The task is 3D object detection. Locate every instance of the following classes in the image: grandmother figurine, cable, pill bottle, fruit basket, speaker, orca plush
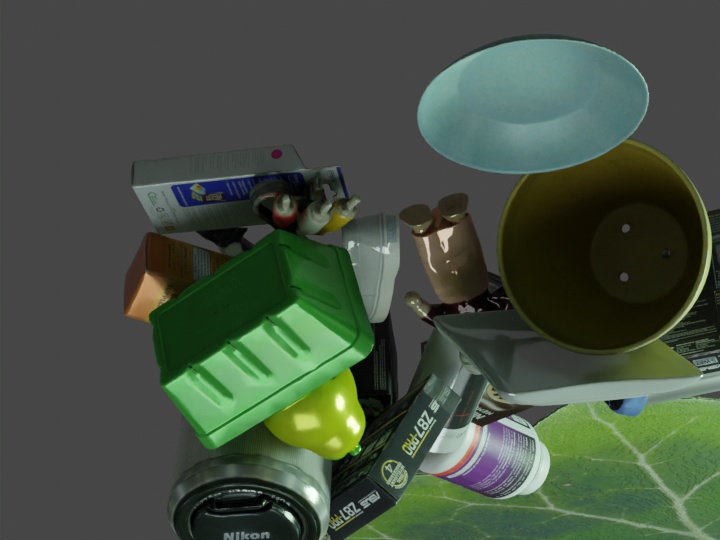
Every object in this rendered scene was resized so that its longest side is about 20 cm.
[{"bbox_3d":[0.107,0.021,1.494,0.121,0.061,0.200,-10,120,13],"label":"grandmother figurine"},{"bbox_3d":[-0.065,-0.032,1.413,0.097,0.050,0.200,3,153,-12],"label":"cable"},{"bbox_3d":[0.152,0.225,1.890,0.112,0.113,0.200,-25,143,36],"label":"pill bottle"},{"bbox_3d":[-0.071,0.085,1.395,0.215,0.156,0.216,-10,139,-9],"label":"fruit basket"},{"bbox_3d":[0.106,0.101,1.617,0.081,0.081,0.200,9,121,-19],"label":"speaker"},{"bbox_3d":[-0.125,0.020,1.558,0.105,0.071,0.200,-24,125,8],"label":"orca plush"}]

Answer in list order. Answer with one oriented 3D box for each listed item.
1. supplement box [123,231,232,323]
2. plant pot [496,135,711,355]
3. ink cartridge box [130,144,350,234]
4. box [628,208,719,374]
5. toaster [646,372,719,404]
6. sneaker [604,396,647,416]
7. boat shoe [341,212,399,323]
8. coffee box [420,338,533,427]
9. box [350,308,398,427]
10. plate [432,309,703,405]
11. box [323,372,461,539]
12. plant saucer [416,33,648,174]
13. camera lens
[{"bbox_3d":[-0.132,0.030,1.479,0.199,0.069,0.067,16,125,-21],"label":"supplement box"},{"bbox_3d":[0.248,-0.020,1.406,0.200,0.201,0.142,-17,170,25],"label":"plant pot"},{"bbox_3d":[-0.110,-0.077,1.415,0.199,0.037,0.095,-3,152,8],"label":"ink cartridge box"},{"bbox_3d":[0.375,0.015,1.476,0.199,0.158,0.050,-15,148,21],"label":"box"},{"bbox_3d":[0.347,0.080,1.619,0.129,0.114,0.200,-10,164,6],"label":"toaster"},{"bbox_3d":[0.231,0.071,1.533,0.078,0.200,0.070,5,128,-21],"label":"sneaker"},{"bbox_3d":[0.000,0.000,1.507,0.068,0.072,0.200,1,162,-4],"label":"boat shoe"},{"bbox_3d":[0.179,0.102,1.703,0.200,0.080,0.113,-27,143,37],"label":"coffee box"},{"bbox_3d":[-0.060,0.123,1.686,0.199,0.125,0.149,-3,150,4],"label":"box"},{"bbox_3d":[0.190,0.082,1.400,0.199,0.200,0.032,-3,109,-16],"label":"plate"},{"bbox_3d":[0.007,0.212,1.567,0.049,0.161,0.200,40,137,-6],"label":"box"},{"bbox_3d":[0.148,-0.153,1.287,0.200,0.039,0.201,0,151,0],"label":"plant saucer"},{"bbox_3d":[-0.107,0.189,1.504,0.159,0.200,0.160,1,133,1],"label":"camera lens"}]
